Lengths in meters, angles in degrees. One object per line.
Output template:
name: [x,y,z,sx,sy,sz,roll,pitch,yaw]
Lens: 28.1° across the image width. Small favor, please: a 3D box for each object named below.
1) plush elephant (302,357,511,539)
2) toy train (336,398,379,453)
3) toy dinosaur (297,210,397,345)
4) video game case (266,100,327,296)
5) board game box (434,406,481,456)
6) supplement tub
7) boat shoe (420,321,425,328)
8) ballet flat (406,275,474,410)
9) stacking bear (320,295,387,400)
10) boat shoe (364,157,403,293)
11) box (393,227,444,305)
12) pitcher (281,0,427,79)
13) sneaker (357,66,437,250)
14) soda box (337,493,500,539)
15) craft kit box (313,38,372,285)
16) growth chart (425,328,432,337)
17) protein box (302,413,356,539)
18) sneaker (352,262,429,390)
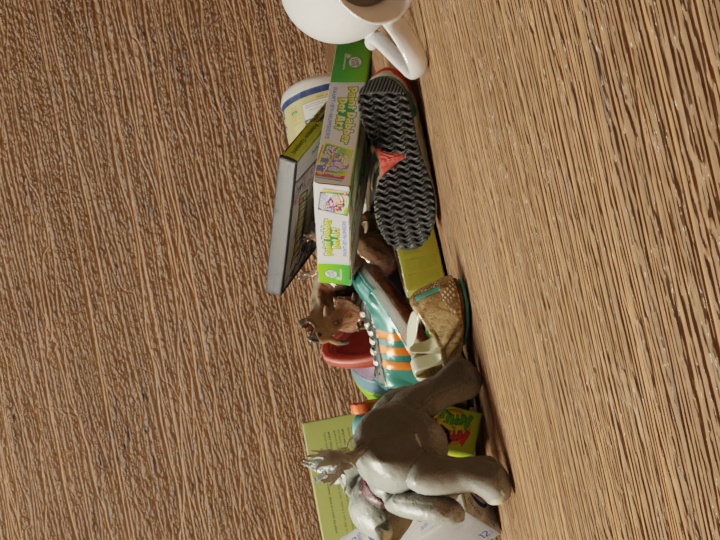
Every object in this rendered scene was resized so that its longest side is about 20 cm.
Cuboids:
plush elephant: [0.044,0.211,1.431,0.155,0.198,0.165,88,164,-50]
toy train: [0.044,0.243,1.745,0.200,0.055,0.151,53,-140,-42]
toy dinosaur: [0.000,0.000,1.711,0.136,0.200,0.086,47,179,28]
video game case: [-0.059,-0.098,1.732,0.181,0.025,0.201,-56,-20,-48]
board game box: [0.076,0.189,1.594,0.200,0.101,0.048,85,-161,-73]
supplement tub: [-0.031,-0.174,2.094,0.144,0.143,0.202,89,170,-79]
boat shoe: [0.049,0.042,1.920,0.071,0.069,0.202,-35,-62,-86]
ballet flat: [0.081,0.080,1.490,0.201,0.065,0.071,80,177,-45]
stacking bear: [0.044,0.131,1.802,0.122,0.113,0.201,-65,-32,-35]
boat shoe: [0.039,-0.060,1.785,0.073,0.074,0.202,-112,9,-80]
box: [0.054,-0.067,1.643,0.075,0.050,0.202,84,175,-74]
pitcher: [-0.001,-0.264,1.417,0.172,0.121,0.200,64,170,-12]
sneaker: [0.046,-0.125,1.547,0.094,0.070,0.201,-66,-33,-62]
soda box: [0.053,0.300,1.591,0.068,0.200,0.064,36,-152,-37]
craft kit box: [-0.017,-0.119,1.605,0.198,0.048,0.201,95,-177,-57]
growth chart: [0.108,0.148,1.817,0.145,0.018,0.201,82,175,-51]
protein box: [0.041,0.297,1.911,0.135,0.198,0.200,83,176,-64]
sneaker: [0.037,0.090,1.656,0.201,0.080,0.071,58,-166,-4]
